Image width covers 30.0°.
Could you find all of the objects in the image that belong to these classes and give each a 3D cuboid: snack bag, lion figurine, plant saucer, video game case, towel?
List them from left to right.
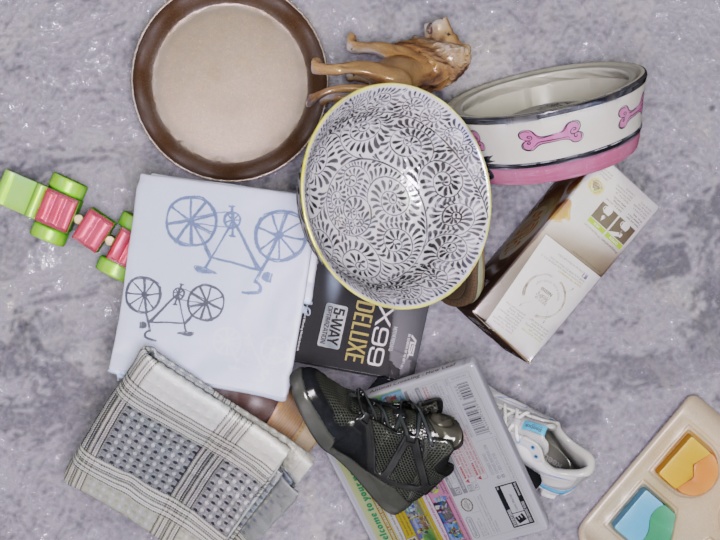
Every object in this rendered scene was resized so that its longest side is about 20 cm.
[{"bbox_3d":[-0.165,0.191,1.276,0.199,0.035,0.193,33,119,-6],"label":"towel"},{"bbox_3d":[-0.134,0.016,1.269,0.187,0.021,0.202,7,85,10],"label":"snack bag"},{"bbox_3d":[-0.132,-0.190,1.359,0.198,0.032,0.203,0,93,-6],"label":"plant saucer"},{"bbox_3d":[0.031,-0.189,1.311,0.121,0.200,0.073,12,123,15],"label":"lion figurine"},{"bbox_3d":[0.068,0.197,1.340,0.181,0.022,0.201,-19,110,18],"label":"video game case"}]

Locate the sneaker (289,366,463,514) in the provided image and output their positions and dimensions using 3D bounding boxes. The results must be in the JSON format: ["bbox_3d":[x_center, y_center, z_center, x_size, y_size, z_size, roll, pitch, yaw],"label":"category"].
[{"bbox_3d":[0.022,0.140,1.257,0.114,0.077,0.200,-33,121,16],"label":"sneaker"}]

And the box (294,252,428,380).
[{"bbox_3d":[0.000,0.000,1.332,0.157,0.050,0.202,14,88,-35],"label":"box"}]

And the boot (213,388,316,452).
[{"bbox_3d":[-0.153,0.170,1.332,0.166,0.072,0.200,38,108,-9],"label":"boot"}]

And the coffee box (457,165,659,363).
[{"bbox_3d":[0.193,-0.013,1.353,0.080,0.114,0.200,40,88,-6],"label":"coffee box"}]

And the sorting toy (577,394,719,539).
[{"bbox_3d":[0.356,0.263,1.417,0.185,0.036,0.200,40,88,-5],"label":"sorting toy"}]

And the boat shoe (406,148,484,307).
[{"bbox_3d":[0.088,-0.068,1.315,0.071,0.076,0.202,-8,99,32],"label":"boat shoe"}]

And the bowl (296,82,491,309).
[{"bbox_3d":[0.014,-0.064,1.228,0.199,0.094,0.203,2,86,-29],"label":"bowl"}]

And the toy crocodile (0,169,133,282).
[{"bbox_3d":[-0.269,-0.043,1.337,0.199,0.062,0.068,28,89,-5],"label":"toy crocodile"}]

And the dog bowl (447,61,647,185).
[{"bbox_3d":[0.185,-0.143,1.315,0.198,0.200,0.074,-14,107,-4],"label":"dog bowl"}]

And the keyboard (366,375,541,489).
[{"bbox_3d":[0.077,0.190,1.358,0.199,0.104,0.040,33,48,-5],"label":"keyboard"}]

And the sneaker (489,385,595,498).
[{"bbox_3d":[0.154,0.157,1.363,0.199,0.087,0.075,29,67,-8],"label":"sneaker"}]
